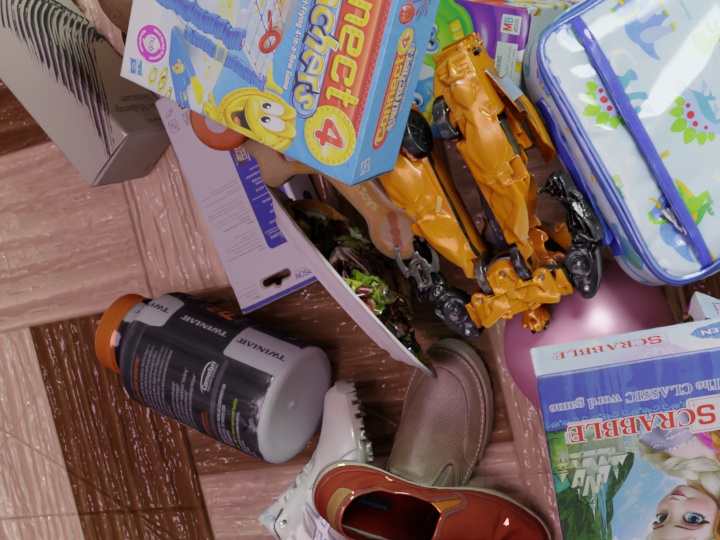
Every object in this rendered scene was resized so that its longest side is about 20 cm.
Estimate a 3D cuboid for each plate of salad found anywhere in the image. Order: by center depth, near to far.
[{"bbox_3d":[0.000,0.000,1.090,0.048,0.200,0.200,-40,77,3],"label":"plate of salad"}]

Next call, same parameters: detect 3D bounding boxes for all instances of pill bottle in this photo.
[{"bbox_3d":[-0.132,0.083,1.228,0.200,0.106,0.107,20,111,28],"label":"pill bottle"}]

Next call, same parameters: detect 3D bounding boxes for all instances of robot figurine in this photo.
[{"bbox_3d":[0.081,-0.050,0.962,0.145,0.058,0.200,-21,103,31],"label":"robot figurine"}]

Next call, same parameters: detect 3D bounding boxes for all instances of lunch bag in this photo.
[{"bbox_3d":[0.208,-0.097,0.945,0.160,0.082,0.200,-27,90,-6],"label":"lunch bag"}]

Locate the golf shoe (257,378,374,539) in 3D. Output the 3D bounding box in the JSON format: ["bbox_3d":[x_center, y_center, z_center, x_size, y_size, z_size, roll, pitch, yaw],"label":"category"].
[{"bbox_3d":[-0.036,0.189,1.182,0.097,0.078,0.201,1,89,-1],"label":"golf shoe"}]

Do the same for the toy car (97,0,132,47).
[{"bbox_3d":[-0.140,-0.229,1.088,0.158,0.200,0.164,-45,72,4],"label":"toy car"}]

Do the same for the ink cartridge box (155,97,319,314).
[{"bbox_3d":[-0.094,-0.073,1.211,0.099,0.039,0.201,-23,87,33],"label":"ink cartridge box"}]

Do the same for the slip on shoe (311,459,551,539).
[{"bbox_3d":[0.059,0.200,1.112,0.199,0.061,0.074,19,102,-17],"label":"slip on shoe"}]

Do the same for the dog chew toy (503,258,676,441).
[{"bbox_3d":[0.180,0.096,1.035,0.124,0.124,0.201,-13,102,33],"label":"dog chew toy"}]

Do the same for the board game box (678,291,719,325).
[{"bbox_3d":[0.278,0.135,0.967,0.199,0.041,0.201,17,114,-7],"label":"board game box"}]

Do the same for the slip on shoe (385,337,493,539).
[{"bbox_3d":[0.052,0.154,1.158,0.076,0.061,0.201,26,113,25],"label":"slip on shoe"}]

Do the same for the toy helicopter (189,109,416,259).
[{"bbox_3d":[-0.015,-0.095,1.027,0.132,0.079,0.200,-41,94,27],"label":"toy helicopter"}]

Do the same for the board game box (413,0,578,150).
[{"bbox_3d":[0.050,-0.160,1.061,0.199,0.105,0.103,15,109,28],"label":"board game box"}]

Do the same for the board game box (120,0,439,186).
[{"bbox_3d":[-0.048,-0.184,0.916,0.195,0.056,0.201,26,117,24],"label":"board game box"}]

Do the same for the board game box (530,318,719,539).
[{"bbox_3d":[0.221,0.129,0.911,0.199,0.041,0.200,-10,114,7],"label":"board game box"}]

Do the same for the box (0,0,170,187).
[{"bbox_3d":[-0.257,-0.170,1.266,0.200,0.082,0.068,48,120,12],"label":"box"}]
